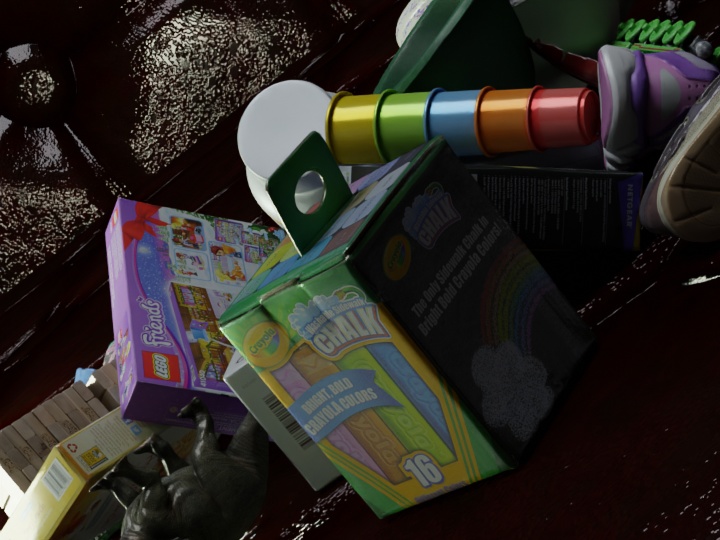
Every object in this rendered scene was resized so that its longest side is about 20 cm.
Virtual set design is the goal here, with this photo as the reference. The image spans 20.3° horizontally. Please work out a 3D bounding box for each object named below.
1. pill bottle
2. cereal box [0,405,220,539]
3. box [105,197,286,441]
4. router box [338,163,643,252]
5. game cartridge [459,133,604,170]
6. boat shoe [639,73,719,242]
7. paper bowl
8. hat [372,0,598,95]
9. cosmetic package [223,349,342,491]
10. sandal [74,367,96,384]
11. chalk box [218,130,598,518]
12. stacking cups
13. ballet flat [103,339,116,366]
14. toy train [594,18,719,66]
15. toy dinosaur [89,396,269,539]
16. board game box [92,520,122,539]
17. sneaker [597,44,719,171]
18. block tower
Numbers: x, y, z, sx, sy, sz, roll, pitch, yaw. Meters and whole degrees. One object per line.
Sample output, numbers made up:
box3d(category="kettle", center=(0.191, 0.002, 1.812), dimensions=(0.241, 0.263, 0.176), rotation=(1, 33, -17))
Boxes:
box3d(category="pill bottle", center=(-0.026, -0.075, 1.607), dimensions=(0.113, 0.113, 0.200), rotation=(-39, -25, 4))
box3d(category="cereal box", center=(-0.166, 0.137, 1.446), dimensions=(0.200, 0.040, 0.144), rotation=(-31, -18, -47))
box3d(category="box", center=(-0.109, 0.034, 1.446), dimensions=(0.201, 0.136, 0.039), rotation=(-102, 30, -48))
box3d(category="router box", center=(0.077, -0.043, 1.319), dimensions=(0.156, 0.053, 0.200), rotation=(1, 3, -13))
box3d(category="game cartridge", center=(0.112, -0.094, 1.528), dimensions=(0.132, 0.041, 0.200), rotation=(-18, 16, -4))
box3d(category="boat shoe", center=(0.235, -0.095, 1.197), dimensions=(0.200, 0.072, 0.065), rotation=(-50, 19, -17))
box3d(category="paper bowl", center=(0.138, -0.199, 1.691), dimensions=(0.200, 0.105, 0.201), rotation=(-24, -15, -7))
box3d(category="hat", center=(0.122, -0.134, 1.540), dimensions=(0.166, 0.176, 0.200), rotation=(-53, 9, 9))
box3d(category="cosmetic package", center=(-0.020, 0.053, 1.362), dimensions=(0.071, 0.102, 0.200), rotation=(-35, 13, 18))
box3d(category="sandal", center=(-0.179, 0.081, 1.794), dimensions=(0.200, 0.087, 0.079), rotation=(-43, 10, -22))
box3d(category="chalk box", center=(0.013, 0.017, 1.139), dimensions=(0.123, 0.200, 0.125), rotation=(-27, 16, 45))
box3d(category="stacking cups", center=(0.072, -0.102, 1.430), dimensions=(0.199, 0.061, 0.061), rotation=(0, 33, 31))
box3d(category="ballet flat", center=(-0.111, 0.066, 1.634), dimensions=(0.199, 0.070, 0.071), rotation=(-16, 39, -32))
box3d(category="toy train", center=(0.227, -0.164, 1.558), dimensions=(0.056, 0.042, 0.200), rotation=(-49, 12, 1))
box3d(category="toy dinosaur", center=(-0.111, 0.152, 1.326), dimensions=(0.200, 0.102, 0.077), rotation=(-39, -1, -40))
box3d(category="board game box", center=(-0.228, 0.212, 1.618), dimensions=(0.200, 0.023, 0.105), rotation=(-42, 10, -10))
box3d(category="sneaker", center=(0.204, -0.109, 1.347), dimensions=(0.088, 0.081, 0.200), rotation=(-5, 0, 6))
box3d(category="block tower", center=(-0.198, 0.114, 1.489), dimensions=(0.200, 0.054, 0.058), rotation=(-32, -19, -43))
